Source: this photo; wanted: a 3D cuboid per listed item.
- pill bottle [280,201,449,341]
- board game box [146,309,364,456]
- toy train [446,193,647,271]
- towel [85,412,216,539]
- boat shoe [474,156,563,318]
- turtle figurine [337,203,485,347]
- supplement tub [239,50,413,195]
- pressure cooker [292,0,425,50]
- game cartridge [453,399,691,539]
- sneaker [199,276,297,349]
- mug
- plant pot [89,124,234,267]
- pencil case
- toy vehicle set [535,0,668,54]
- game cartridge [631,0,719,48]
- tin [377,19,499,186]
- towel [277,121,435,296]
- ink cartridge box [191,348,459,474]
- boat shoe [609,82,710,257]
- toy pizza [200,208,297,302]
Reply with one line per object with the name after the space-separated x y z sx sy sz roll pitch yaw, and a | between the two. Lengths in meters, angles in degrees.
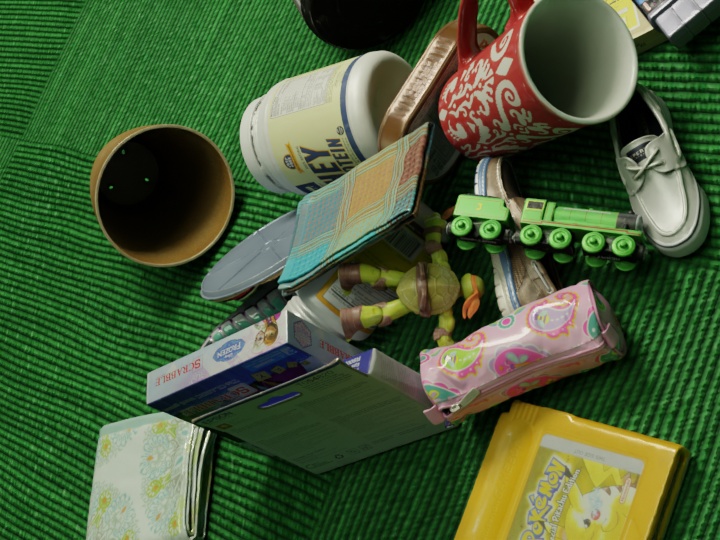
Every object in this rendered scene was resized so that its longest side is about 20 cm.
0.000 0.000 1.346 0.200 0.109 0.109 -50 44 9 | pill bottle
-0.086 0.126 1.290 0.200 0.199 0.041 -25 53 31 | board game box
0.181 -0.040 1.181 0.199 0.042 0.057 8 64 22 | toy train
-0.259 0.261 1.484 0.200 0.048 0.172 -17 56 36 | towel
0.171 -0.035 1.245 0.072 0.072 0.201 -23 63 26 | boat shoe
0.060 0.033 1.245 0.161 0.064 0.201 -7 83 9 | turtle figurine
-0.031 -0.168 1.442 0.200 0.145 0.145 -10 61 39 | supplement tub
-0.019 -0.400 1.538 0.179 0.176 0.200 -40 50 14 | pressure cooker
0.184 0.220 1.111 0.200 0.032 0.177 11 75 45 | game cartridge
-0.114 0.050 1.467 0.200 0.074 0.088 -36 29 14 | sneaker
0.168 -0.207 1.242 0.200 0.133 0.178 155 107 -66 | mug
-0.293 -0.118 1.648 0.187 0.186 0.200 -60 30 -1 | plant pot
0.151 0.082 1.164 0.200 0.087 0.088 -25 52 18 | pencil case
0.273 -0.281 1.312 0.200 0.026 0.125 -24 53 31 | toy vehicle set
0.324 -0.330 1.250 0.130 0.038 0.200 -37 47 16 | game cartridge
0.095 -0.186 1.357 0.042 0.112 0.200 27 82 37 | tin
-0.006 -0.066 1.284 0.200 0.022 0.147 -30 33 37 | towel
-0.034 0.139 1.234 0.199 0.200 0.041 -24 53 31 | ink cartridge box
0.278 -0.103 1.180 0.073 0.065 0.200 -33 49 25 | boat shoe
-0.101 -0.019 1.442 0.200 0.032 0.200 -29 17 10 | toy pizza
